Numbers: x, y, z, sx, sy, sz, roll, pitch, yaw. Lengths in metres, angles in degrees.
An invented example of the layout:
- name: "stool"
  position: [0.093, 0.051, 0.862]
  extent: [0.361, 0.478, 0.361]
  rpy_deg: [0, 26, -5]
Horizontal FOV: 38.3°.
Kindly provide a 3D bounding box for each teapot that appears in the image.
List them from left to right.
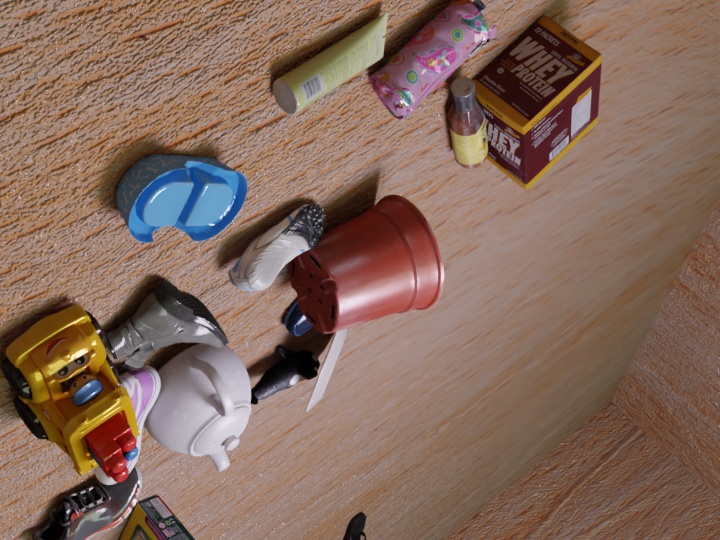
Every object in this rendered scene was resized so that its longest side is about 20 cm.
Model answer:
- name: "teapot"
  position: [-0.240, 0.218, 1.623]
  extent: [0.198, 0.146, 0.199]
  rpy_deg: [-49, 157, 15]

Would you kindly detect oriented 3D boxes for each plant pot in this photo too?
- name: "plant pot"
  position: [0.000, 0.000, 1.692]
  extent: [0.193, 0.201, 0.202]
  rpy_deg: [-21, 144, -30]

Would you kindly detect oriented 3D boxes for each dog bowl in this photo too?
- name: "dog bowl"
  position: [-0.232, -0.096, 1.336]
  extent: [0.199, 0.049, 0.112]
  rpy_deg: [-6, 131, -56]

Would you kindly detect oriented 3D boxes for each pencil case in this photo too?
- name: "pencil case"
  position: [0.107, -0.315, 1.532]
  extent: [0.200, 0.087, 0.088]
  rpy_deg: [-42, 154, -11]

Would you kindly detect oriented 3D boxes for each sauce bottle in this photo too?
- name: "sauce bottle"
  position: [0.181, -0.249, 1.757]
  extent: [0.066, 0.066, 0.201]
  rpy_deg: [-42, 156, -11]

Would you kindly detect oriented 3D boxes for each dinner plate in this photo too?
- name: "dinner plate"
  position: [-0.057, 0.167, 1.887]
  extent: [0.200, 0.024, 0.203]
  rpy_deg: [22, 89, -89]

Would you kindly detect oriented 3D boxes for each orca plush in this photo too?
- name: "orca plush"
  position: [-0.149, 0.173, 1.850]
  extent: [0.198, 0.072, 0.105]
  rpy_deg: [-21, -172, -37]

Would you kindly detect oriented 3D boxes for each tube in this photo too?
- name: "tube"
  position: [-0.033, -0.279, 1.409]
  extent: [0.199, 0.052, 0.058]
  rpy_deg: [-38, -166, -29]

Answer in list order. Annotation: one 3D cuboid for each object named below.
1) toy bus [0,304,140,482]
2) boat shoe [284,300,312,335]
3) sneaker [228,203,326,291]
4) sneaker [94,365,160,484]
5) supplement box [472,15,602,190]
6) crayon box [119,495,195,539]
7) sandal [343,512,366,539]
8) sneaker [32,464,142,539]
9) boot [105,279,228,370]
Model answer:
- name: "toy bus"
  position: [-0.358, 0.176, 1.351]
  extent: [0.135, 0.192, 0.201]
  rpy_deg: [-32, 149, -26]
- name: "boat shoe"
  position: [-0.044, 0.046, 1.804]
  extent: [0.200, 0.069, 0.084]
  rpy_deg: [-42, 154, -13]
- name: "sneaker"
  position: [-0.125, -0.041, 1.579]
  extent: [0.200, 0.072, 0.073]
  rpy_deg: [-44, 129, -37]
- name: "sneaker"
  position: [-0.374, 0.238, 1.530]
  extent: [0.114, 0.072, 0.203]
  rpy_deg: [-23, 136, -66]
- name: "supplement box"
  position: [0.307, -0.291, 1.819]
  extent: [0.197, 0.133, 0.201]
  rpy_deg: [-42, 154, -11]
- name: "crayon box"
  position: [-0.350, 0.536, 1.842]
  extent: [0.058, 0.200, 0.174]
  rpy_deg: [-11, 136, -52]
- name: "sandal"
  position: [-0.013, 0.735, 2.823]
  extent: [0.075, 0.045, 0.202]
  rpy_deg: [-30, 149, -34]
- name: "sneaker"
  position: [-0.434, 0.379, 1.646]
  extent: [0.200, 0.077, 0.082]
  rpy_deg: [-44, 148, -11]
- name: "boot"
  position: [-0.286, 0.095, 1.515]
  extent: [0.130, 0.068, 0.200]
  rpy_deg: [-41, 150, 3]
